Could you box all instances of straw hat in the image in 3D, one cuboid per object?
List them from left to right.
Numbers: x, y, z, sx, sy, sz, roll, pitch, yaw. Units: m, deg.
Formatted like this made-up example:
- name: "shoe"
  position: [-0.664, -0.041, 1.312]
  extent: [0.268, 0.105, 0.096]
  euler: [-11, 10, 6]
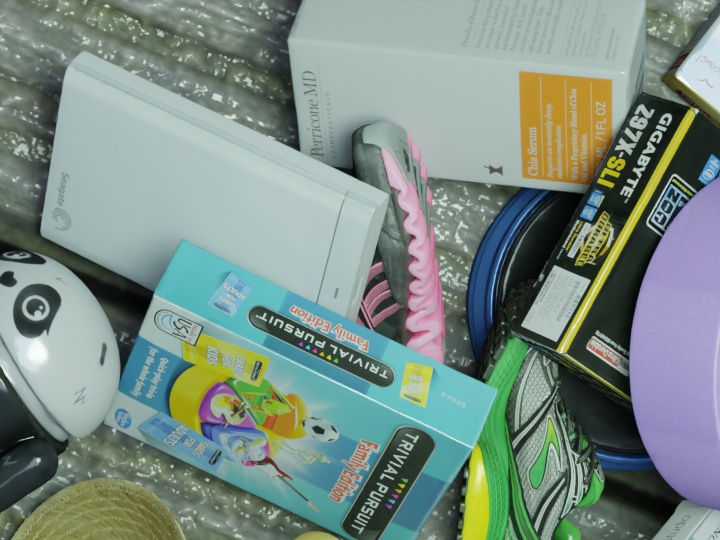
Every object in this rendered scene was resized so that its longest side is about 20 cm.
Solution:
- name: "straw hat"
  position: [-0.140, 0.227, 1.598]
  extent: [0.085, 0.201, 0.201]
  euler: [23, 86, -46]

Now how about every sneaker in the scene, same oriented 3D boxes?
- name: "sneaker"
  position: [0.000, 0.000, 1.597]
  extent: [0.095, 0.079, 0.200]
  euler: [-2, 128, 6]
- name: "sneaker"
  position: [0.107, 0.094, 1.612]
  extent: [0.085, 0.078, 0.200]
  euler: [7, 122, 6]

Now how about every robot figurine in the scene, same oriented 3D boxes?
- name: "robot figurine"
  position: [-0.237, 0.071, 1.562]
  extent: [0.200, 0.125, 0.150]
  euler: [-30, 89, 3]

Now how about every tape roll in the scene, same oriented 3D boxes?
- name: "tape roll"
  position: [0.242, 0.043, 1.534]
  extent: [0.200, 0.066, 0.201]
  euler: [-8, 102, -42]

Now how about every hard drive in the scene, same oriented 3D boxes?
- name: "hard drive"
  position: [-0.089, -0.032, 1.569]
  extent: [0.200, 0.132, 0.027]
  euler: [26, 41, 13]

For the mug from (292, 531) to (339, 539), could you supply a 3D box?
- name: "mug"
  position: [-0.003, 0.254, 1.575]
  extent: [0.149, 0.187, 0.153]
  euler: [35, 56, 17]

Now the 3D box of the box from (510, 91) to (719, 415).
- name: "box"
  position: [0.193, 0.010, 1.578]
  extent: [0.200, 0.049, 0.160]
  euler: [34, 82, -44]

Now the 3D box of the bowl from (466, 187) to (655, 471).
- name: "bowl"
  position: [0.167, 0.025, 1.671]
  extent: [0.200, 0.039, 0.201]
  euler: [0, 90, -8]

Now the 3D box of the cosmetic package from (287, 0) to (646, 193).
- name: "cosmetic package"
  position: [0.064, -0.111, 1.586]
  extent: [0.200, 0.102, 0.071]
  euler: [6, 46, 13]

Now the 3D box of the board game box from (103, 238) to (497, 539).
- name: "board game box"
  position: [-0.039, 0.079, 1.574]
  extent: [0.200, 0.151, 0.047]
  euler: [26, 55, -1]

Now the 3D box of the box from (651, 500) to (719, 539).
- name: "box"
  position: [0.205, 0.253, 1.561]
  extent: [0.144, 0.036, 0.200]
  euler: [-44, 110, -38]

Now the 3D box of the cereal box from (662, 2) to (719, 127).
- name: "cereal box"
  position: [0.304, -0.153, 1.690]
  extent: [0.144, 0.040, 0.200]
  euler: [39, 85, -7]
